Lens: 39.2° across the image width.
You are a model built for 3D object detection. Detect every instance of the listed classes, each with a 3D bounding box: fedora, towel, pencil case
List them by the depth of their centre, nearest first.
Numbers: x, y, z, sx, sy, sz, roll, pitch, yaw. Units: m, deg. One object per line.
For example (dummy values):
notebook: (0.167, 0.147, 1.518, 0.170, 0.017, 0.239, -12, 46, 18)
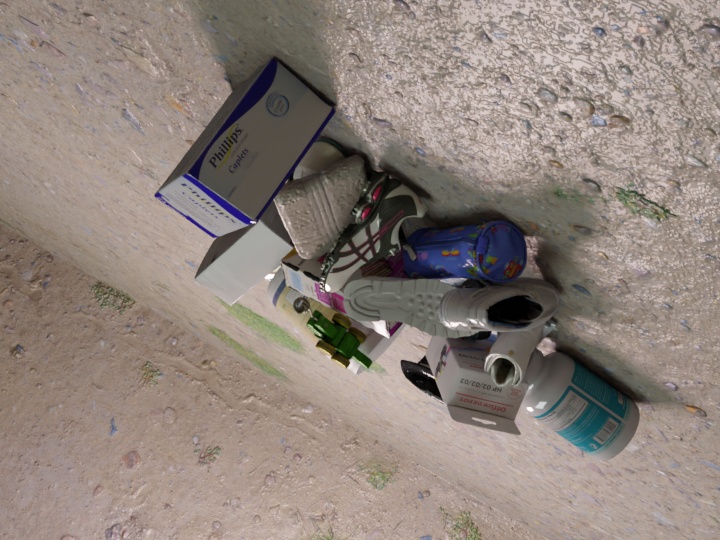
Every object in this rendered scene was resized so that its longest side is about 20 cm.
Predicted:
pencil case: (0.129, -0.023, 1.327, 0.087, 0.078, 0.200, 13, 173, -28)
towel: (-0.044, -0.086, 1.402, 0.200, 0.132, 0.034, 73, 173, -65)
fedora: (0.174, 0.189, 1.862, 0.200, 0.092, 0.201, 29, 164, 9)

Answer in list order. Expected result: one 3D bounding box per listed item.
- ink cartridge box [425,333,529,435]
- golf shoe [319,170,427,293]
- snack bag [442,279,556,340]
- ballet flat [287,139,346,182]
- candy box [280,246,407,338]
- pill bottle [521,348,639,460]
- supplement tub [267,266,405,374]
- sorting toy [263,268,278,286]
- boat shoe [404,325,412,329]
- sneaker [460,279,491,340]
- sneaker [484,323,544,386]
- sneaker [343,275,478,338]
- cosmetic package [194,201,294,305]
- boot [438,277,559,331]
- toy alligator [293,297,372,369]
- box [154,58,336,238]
ink cartridge box: (0.177, 0.158, 1.521, 0.115, 0.068, 0.200, 14, -159, -14)
golf shoe: (0.009, -0.034, 1.356, 0.088, 0.077, 0.200, 30, 122, -3)
snack bag: (0.199, 0.065, 1.569, 0.188, 0.021, 0.200, 30, 164, 7)
ballet flat: (-0.072, -0.127, 1.420, 0.069, 0.070, 0.200, 35, 164, -9)
candy box: (0.000, 0.000, 1.514, 0.200, 0.136, 0.061, 24, 145, 29)
pill bottle: (0.326, 0.200, 1.574, 0.200, 0.111, 0.111, 36, 164, -10)
supplement tub: (-0.036, 0.057, 1.634, 0.200, 0.144, 0.144, 43, 167, 12)
sorting toy: (-0.075, -0.008, 1.780, 0.180, 0.107, 0.200, 3, 153, 22)
boat shoe: (0.088, 0.032, 1.648, 0.062, 0.073, 0.200, -13, 149, 0)
sneaker: (0.167, 0.060, 1.480, 0.079, 0.075, 0.200, 25, 171, -7)
sneaker: (0.212, 0.115, 1.455, 0.074, 0.116, 0.200, 26, 164, 11)
sneaker: (0.080, 0.041, 1.368, 0.200, 0.076, 0.080, 12, -171, 21)
cosmetic package: (-0.172, -0.041, 1.644, 0.090, 0.107, 0.200, 37, 130, -15)
boot: (0.202, 0.050, 1.282, 0.200, 0.074, 0.096, -7, -172, -35)
toy alligator: (-0.052, 0.089, 1.502, 0.054, 0.059, 0.200, 17, 160, 46)
box: (-0.151, -0.148, 1.287, 0.105, 0.184, 0.200, 38, 164, -16)
